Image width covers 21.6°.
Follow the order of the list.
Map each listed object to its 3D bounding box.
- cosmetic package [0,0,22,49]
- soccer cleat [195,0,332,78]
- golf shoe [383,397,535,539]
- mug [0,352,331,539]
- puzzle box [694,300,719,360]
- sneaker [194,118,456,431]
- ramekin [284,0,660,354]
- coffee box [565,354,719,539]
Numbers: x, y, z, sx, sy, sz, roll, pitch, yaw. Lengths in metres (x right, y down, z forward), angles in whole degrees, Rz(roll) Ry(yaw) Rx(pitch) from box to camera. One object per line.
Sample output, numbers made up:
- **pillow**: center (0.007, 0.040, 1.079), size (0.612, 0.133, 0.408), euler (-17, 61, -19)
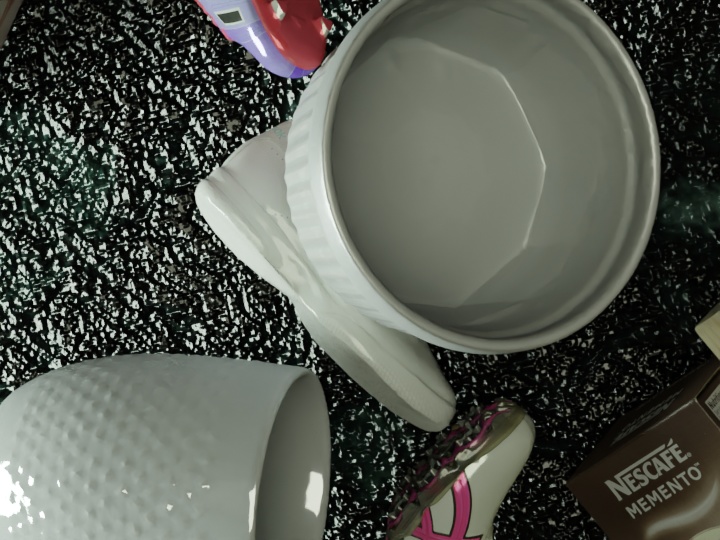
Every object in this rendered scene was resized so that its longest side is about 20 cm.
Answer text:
- **cosmetic package**: center (-0.247, -0.181, 1.093), size (0.103, 0.087, 0.201), euler (27, 97, 3)
- **soccer cleat**: center (-0.079, -0.172, 1.055), size (0.076, 0.066, 0.201), euler (-43, 58, 26)
- **golf shoe**: center (0.050, 0.164, 1.095), size (0.092, 0.073, 0.201), euler (34, 108, -3)
- **mug**: center (-0.117, 0.142, 1.087), size (0.173, 0.148, 0.202), euler (5, 126, 15)
- **puzzle box**: center (0.283, 0.070, 1.032), size (0.201, 0.133, 0.025), euler (51, 141, 1)
- **sneaker**: center (0.000, 0.000, 1.091), size (0.088, 0.075, 0.200), euler (-42, 94, -15)
- **ramekin**: center (0.053, -0.055, 1.023), size (0.198, 0.105, 0.203), euler (2, 86, -22)
- **coffee box**: center (0.224, 0.153, 1.040), size (0.200, 0.080, 0.114), euler (50, 132, 2)
